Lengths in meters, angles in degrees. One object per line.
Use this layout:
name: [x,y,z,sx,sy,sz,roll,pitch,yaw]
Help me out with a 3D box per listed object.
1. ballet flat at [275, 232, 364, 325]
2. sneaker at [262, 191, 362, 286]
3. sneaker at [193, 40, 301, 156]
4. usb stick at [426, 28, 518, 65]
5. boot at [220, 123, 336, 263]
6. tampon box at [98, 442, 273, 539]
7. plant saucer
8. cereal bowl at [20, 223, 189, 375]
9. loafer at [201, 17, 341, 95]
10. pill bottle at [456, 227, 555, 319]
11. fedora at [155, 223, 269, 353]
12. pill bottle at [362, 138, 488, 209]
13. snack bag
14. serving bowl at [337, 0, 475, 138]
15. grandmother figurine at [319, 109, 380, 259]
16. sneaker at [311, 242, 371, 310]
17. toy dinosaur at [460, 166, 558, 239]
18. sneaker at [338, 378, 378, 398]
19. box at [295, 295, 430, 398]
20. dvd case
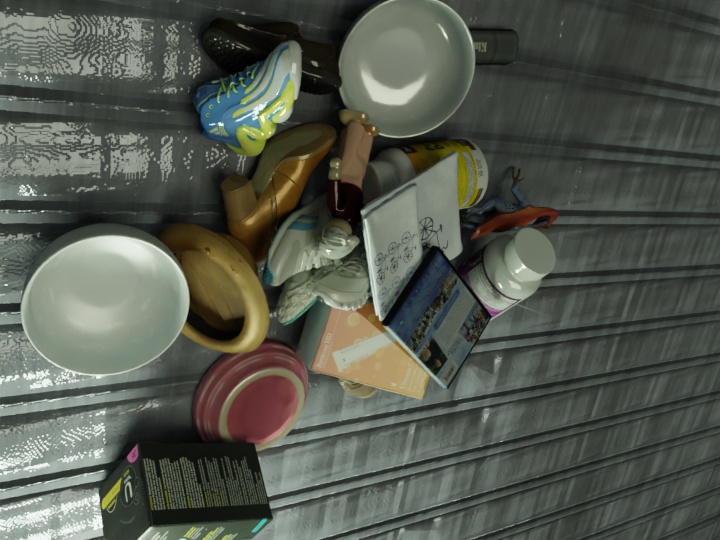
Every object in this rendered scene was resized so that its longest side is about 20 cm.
ballet flat: [-0.066,-0.007,1.155,0.200,0.071,0.072,-43,132,-17]
sneaker: [-0.065,-0.039,1.064,0.200,0.080,0.077,-47,165,-44]
sneaker: [-0.144,-0.209,0.928,0.104,0.077,0.200,7,149,-24]
usb stick: [0.164,-0.342,1.162,0.198,0.033,0.056,-10,120,-32]
boot: [-0.107,-0.106,1.075,0.201,0.071,0.145,-37,142,-23]
tampon box: [-0.258,0.344,1.118,0.198,0.127,0.150,12,133,-40]
plant saucer: [-0.164,0.209,1.199,0.199,0.051,0.203,-17,121,-29]
cereal bowl: [-0.320,0.027,0.954,0.198,0.083,0.202,-12,123,-18]
loafer: [-0.112,-0.284,0.975,0.198,0.073,0.072,11,77,-39]
pill bottle: [0.235,0.009,1.284,0.111,0.113,0.200,-9,160,-32]
fedora: [-0.193,0.015,1.028,0.082,0.198,0.203,-52,144,-51]
pill bottle: [0.091,-0.138,1.165,0.198,0.109,0.111,-13,120,-31]
snack bag: [0.084,-0.050,1.100,0.199,0.021,0.190,-34,133,-30]
serving bowl: [0.058,-0.293,1.070,0.197,0.066,0.202,-8,126,-10]
grandmother figurine: [-0.017,-0.110,1.041,0.121,0.060,0.202,32,64,-48]
sneaker: [0.000,0.000,1.109,0.199,0.075,0.082,-24,134,-53]
toy dinosaur: [0.259,-0.081,1.301,0.179,0.201,0.106,6,131,-5]
sneaker: [0.038,0.128,1.290,0.075,0.070,0.201,29,95,-48]
box: [0.016,0.109,1.199,0.198,0.097,0.126,17,94,-21]
dvd case: [0.122,0.075,1.158,0.143,0.017,0.200,-56,133,-14]
